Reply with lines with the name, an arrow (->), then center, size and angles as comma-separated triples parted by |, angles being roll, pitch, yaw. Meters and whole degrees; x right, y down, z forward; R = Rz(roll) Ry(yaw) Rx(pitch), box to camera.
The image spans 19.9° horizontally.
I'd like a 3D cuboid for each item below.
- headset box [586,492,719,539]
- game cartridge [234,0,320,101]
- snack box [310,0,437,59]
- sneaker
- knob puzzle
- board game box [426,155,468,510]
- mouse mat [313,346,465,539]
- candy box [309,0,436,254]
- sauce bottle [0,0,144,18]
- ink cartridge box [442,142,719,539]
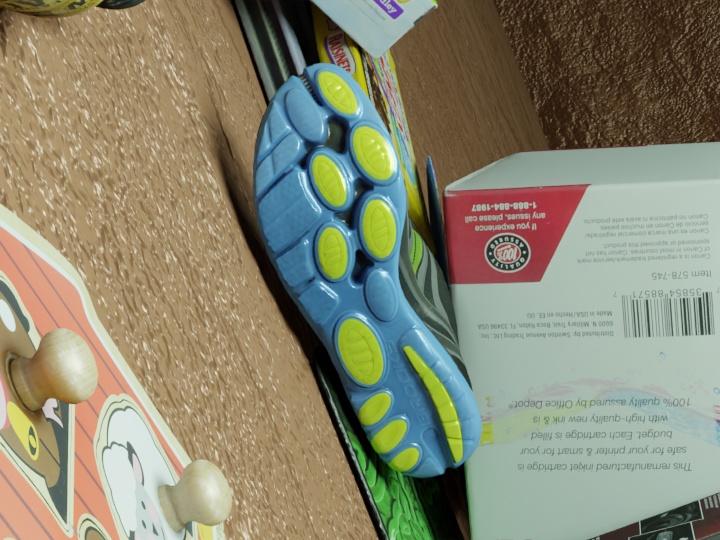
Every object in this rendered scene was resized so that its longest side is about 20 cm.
headset box -> 0.150, 0.190, 0.927 | 0.077, 0.198, 0.150 | -44, 114, -80
game cartridge -> -0.028, -0.103, 1.169 | 0.130, 0.038, 0.201 | 36, 32, -65
snack box -> -0.048, -0.223, 1.105 | 0.200, 0.053, 0.143 | 41, 23, -30
sneaker -> 0.000, 0.000, 0.954 | 0.083, 0.070, 0.201 | -105, 174, -71
knob puzzle -> -0.071, 0.055, 0.536 | 0.220, 0.030, 0.221 | -23, 90, -80
board game box -> 0.068, 0.033, 1.162 | 0.158, 0.039, 0.202 | -96, 180, -83
mouse mat -> 0.026, 0.113, 1.026 | 0.200, 0.007, 0.162 | 7, 60, -78
candy box -> 0.003, -0.100, 1.160 | 0.201, 0.026, 0.103 | -100, 168, -53
sauce bottle -> -0.103, -0.114, 0.650 | 0.067, 0.066, 0.200 | 67, 11, 3
ink cartridge box -> 0.134, 0.045, 1.035 | 0.145, 0.144, 0.202 | -29, 116, -69
